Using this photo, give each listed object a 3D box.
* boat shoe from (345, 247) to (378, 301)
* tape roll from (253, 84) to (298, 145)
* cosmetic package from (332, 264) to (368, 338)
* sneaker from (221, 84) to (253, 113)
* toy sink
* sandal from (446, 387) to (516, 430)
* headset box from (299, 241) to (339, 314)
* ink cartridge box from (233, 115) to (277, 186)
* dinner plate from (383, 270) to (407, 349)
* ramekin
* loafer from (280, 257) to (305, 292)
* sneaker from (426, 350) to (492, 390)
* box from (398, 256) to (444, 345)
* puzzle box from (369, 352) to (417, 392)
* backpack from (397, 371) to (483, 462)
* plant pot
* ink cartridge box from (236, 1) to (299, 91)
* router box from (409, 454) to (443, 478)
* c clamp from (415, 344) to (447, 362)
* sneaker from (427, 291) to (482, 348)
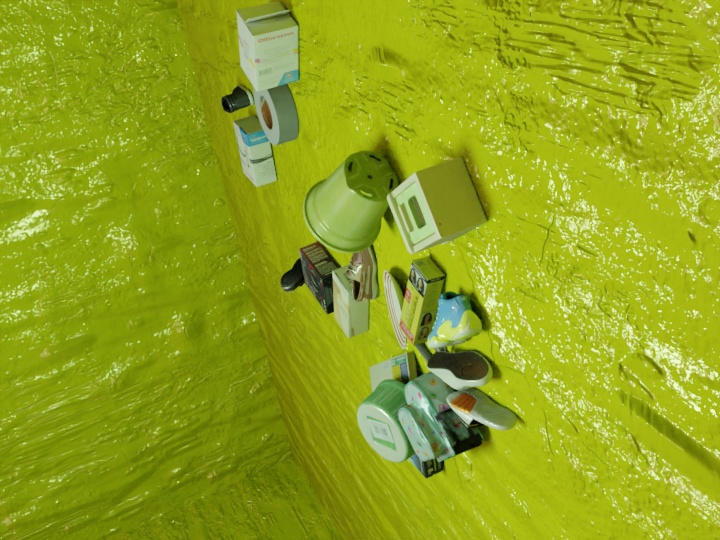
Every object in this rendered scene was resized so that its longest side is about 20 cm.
[{"bbox_3d":[0.000,0.000,1.939,0.076,0.071,0.201,39,145,56],"label":"boat shoe"},{"bbox_3d":[-0.254,-0.480,2.169,0.201,0.066,0.201,53,154,40],"label":"tape roll"},{"bbox_3d":[-0.028,0.089,2.108,0.105,0.071,0.201,53,155,40],"label":"cosmetic package"},{"bbox_3d":[-0.447,-0.598,2.531,0.200,0.099,0.071,36,144,61],"label":"sneaker"},{"bbox_3d":[0.133,-0.114,1.395,0.131,0.111,0.200,69,161,3],"label":"toy sink"},{"bbox_3d":[0.254,0.311,1.539,0.206,0.079,0.060,25,130,62],"label":"sandal"},{"bbox_3d":[-0.123,0.016,2.289,0.200,0.075,0.149,50,155,44],"label":"headset box"},{"bbox_3d":[-0.365,-0.413,2.514,0.146,0.084,0.201,46,149,49],"label":"ink cartridge box"},{"bbox_3d":[0.093,0.095,1.806,0.200,0.024,0.202,168,90,-84],"label":"dinner plate"},{"bbox_3d":[0.083,0.387,1.843,0.199,0.097,0.201,30,136,34],"label":"ramekin"},{"bbox_3d":[-0.201,0.024,2.409,0.200,0.072,0.071,-54,-46,-56],"label":"loafer"},{"bbox_3d":[0.231,0.222,1.565,0.085,0.073,0.200,44,164,-22],"label":"sneaker"},{"bbox_3d":[0.135,0.070,1.626,0.075,0.050,0.201,54,148,40],"label":"box"},{"bbox_3d":[0.089,0.304,1.936,0.200,0.025,0.134,-31,60,56],"label":"puzzle box"},{"bbox_3d":[0.173,0.339,1.691,0.176,0.152,0.201,109,141,-70],"label":"backpack"},{"bbox_3d":[-0.009,-0.170,1.654,0.201,0.199,0.184,65,148,14],"label":"plant pot"},{"bbox_3d":[-0.244,-0.604,1.920,0.126,0.128,0.201,58,157,32],"label":"ink cartridge box"},{"bbox_3d":[0.154,0.438,1.969,0.150,0.062,0.201,38,143,56],"label":"router box"},{"bbox_3d":[0.159,0.160,1.743,0.200,0.027,0.172,50,158,42],"label":"c clamp"},{"bbox_3d":[0.192,0.102,1.534,0.200,0.075,0.106,144,117,-63],"label":"sneaker"}]
